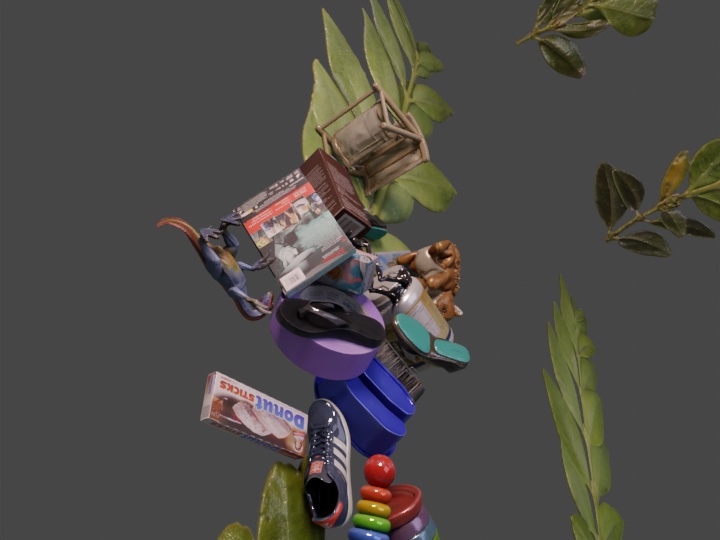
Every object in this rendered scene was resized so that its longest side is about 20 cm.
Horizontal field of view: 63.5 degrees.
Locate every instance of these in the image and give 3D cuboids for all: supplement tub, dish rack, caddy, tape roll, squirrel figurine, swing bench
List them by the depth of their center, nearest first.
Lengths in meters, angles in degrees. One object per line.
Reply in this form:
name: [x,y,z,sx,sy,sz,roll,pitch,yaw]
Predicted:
tape roll: [-0.057,0.094,1.024,0.196,0.066,0.202,21,31,-13]
caddy: [0.004,0.245,1.056,0.200,0.105,0.141,46,29,-1]
dish rack: [0.046,0.170,1.168,0.201,0.054,0.153,53,-9,-7]
supplement tub: [0.099,0.105,1.272,0.202,0.143,0.145,54,32,-17]
swing bench: [0.030,-0.306,1.408,0.198,0.196,0.133,24,48,-48]
squirrel figurine: [0.205,0.031,1.466,0.198,0.139,0.191,-12,85,-57]

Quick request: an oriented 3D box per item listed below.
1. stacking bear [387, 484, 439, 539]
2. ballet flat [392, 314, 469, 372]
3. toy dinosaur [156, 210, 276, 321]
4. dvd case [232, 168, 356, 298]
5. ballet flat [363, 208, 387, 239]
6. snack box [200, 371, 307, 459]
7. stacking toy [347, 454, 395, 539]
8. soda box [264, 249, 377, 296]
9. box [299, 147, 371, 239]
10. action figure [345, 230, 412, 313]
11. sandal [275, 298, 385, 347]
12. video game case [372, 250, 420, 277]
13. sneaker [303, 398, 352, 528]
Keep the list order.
stacking bear: [0.093,0.499,1.021,0.121,0.112,0.204,-26,95,-59]
ballet flat: [0.129,0.158,1.171,0.197,0.068,0.069,30,41,-20]
toy dinosaur: [-0.207,-0.001,0.944,0.105,0.196,0.185,-52,151,-46]
dvd case: [-0.117,-0.070,1.019,0.201,0.144,0.022,53,-8,25]
ballet flat: [-0.002,-0.114,1.360,0.069,0.067,0.199,61,18,15]
snack box: [-0.158,0.228,0.898,0.199,0.024,0.073,38,40,-39]
stacking toy: [0.016,0.403,0.940,0.085,0.084,0.205,33,58,-41]
soda box: [-0.072,-0.021,1.051,0.068,0.196,0.065,-28,135,-68]
box: [-0.056,-0.158,1.242,0.099,0.075,0.203,31,30,-44]
action figure: [0.000,0.000,1.130,0.197,0.120,0.103,29,45,-5]
sandal: [-0.045,0.076,0.954,0.196,0.043,0.077,12,34,-26]
video game case: [0.106,0.040,1.449,0.198,0.022,0.186,-6,74,-58]
sneaker: [-0.059,0.306,0.937,0.084,0.074,0.205,32,42,-60]
